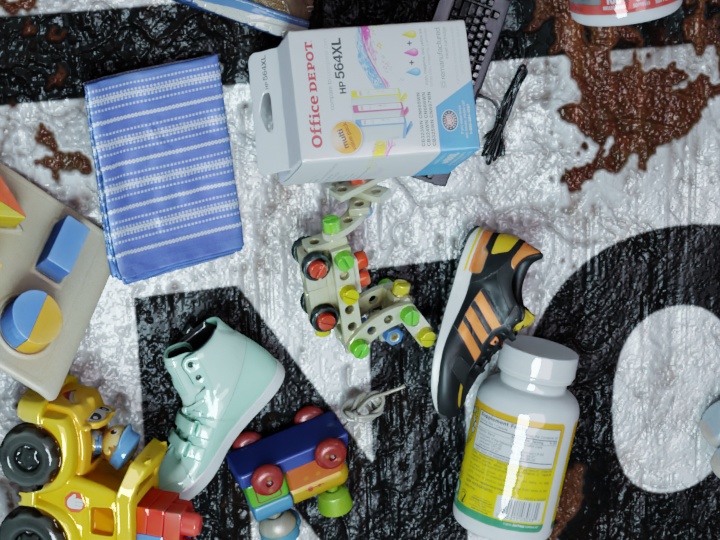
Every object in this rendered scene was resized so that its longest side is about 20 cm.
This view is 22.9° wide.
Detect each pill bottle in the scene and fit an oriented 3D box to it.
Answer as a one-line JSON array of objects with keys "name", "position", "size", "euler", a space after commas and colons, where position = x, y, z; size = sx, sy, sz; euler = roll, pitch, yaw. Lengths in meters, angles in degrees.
[{"name": "pill bottle", "position": [0.253, -0.352, 1.756], "size": [0.115, 0.116, 0.202], "euler": [-14, 109, -14]}, {"name": "pill bottle", "position": [0.169, 0.177, 1.878], "size": [0.112, 0.113, 0.202], "euler": [7, 103, -20]}]

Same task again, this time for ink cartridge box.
[{"name": "ink cartridge box", "position": [-0.002, -0.158, 1.697], "size": [0.198, 0.125, 0.130], "euler": [-6, 85, -13]}]

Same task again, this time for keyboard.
[{"name": "keyboard", "position": [0.111, -0.182, 1.809], "size": [0.126, 0.021, 0.202], "euler": [16, 100, -21]}]

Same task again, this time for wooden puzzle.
[{"name": "wooden puzzle", "position": [-0.322, -0.006, 1.648], "size": [0.200, 0.046, 0.186], "euler": [38, 52, -26]}]

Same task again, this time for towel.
[{"name": "towel", "position": [-0.188, -0.097, 1.719], "size": [0.144, 0.024, 0.202], "euler": [-15, 108, -26]}]

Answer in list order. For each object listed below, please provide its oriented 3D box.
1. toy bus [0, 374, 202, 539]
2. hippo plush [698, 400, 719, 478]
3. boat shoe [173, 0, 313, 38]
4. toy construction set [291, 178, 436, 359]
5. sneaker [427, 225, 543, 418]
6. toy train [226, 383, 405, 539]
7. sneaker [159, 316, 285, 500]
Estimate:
[{"name": "toy bus", "position": [-0.241, 0.211, 1.704], "size": [0.190, 0.136, 0.202], "euler": [5, 103, 11]}, {"name": "hippo plush", "position": [0.485, 0.178, 1.990], "size": [0.160, 0.159, 0.202], "euler": [23, 55, -40]}, {"name": "boat shoe", "position": [-0.133, -0.279, 1.679], "size": [0.199, 0.072, 0.073], "euler": [16, 95, -32]}, {"name": "toy construction set", "position": [0.000, 0.000, 1.783], "size": [0.130, 0.092, 0.202], "euler": [-17, 110, -13]}, {"name": "sneaker", "position": [0.130, 0.060, 1.822], "size": [0.089, 0.070, 0.202], "euler": [13, 87, 16]}, {"name": "toy train", "position": [-0.030, 0.204, 1.842], "size": [0.198, 0.085, 0.117], "euler": [-21, 121, -12]}, {"name": "sneaker", "position": [-0.178, 0.140, 1.773], "size": [0.118, 0.074, 0.201], "euler": [43, 79, -30]}]
